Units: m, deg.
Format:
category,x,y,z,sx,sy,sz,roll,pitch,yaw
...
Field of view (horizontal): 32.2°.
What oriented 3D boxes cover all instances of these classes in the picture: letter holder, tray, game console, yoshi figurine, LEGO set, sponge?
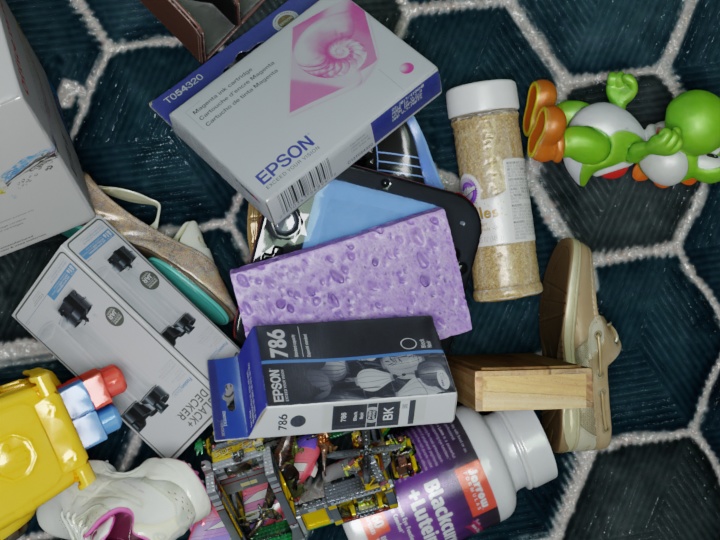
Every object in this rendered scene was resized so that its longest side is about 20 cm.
category,x,y,z,sx,sy,sz,roll,pitch,yaw
letter holder,-0.179,-0.301,1.105,0.200,0.142,0.101,45,86,-3
tray,0.131,0.096,1.098,0.097,0.200,0.038,-1,89,-5
game console,0.000,0.000,1.111,0.198,0.031,0.179,14,91,-12
yoshi figurine,0.259,-0.138,1.162,0.197,0.112,0.114,10,82,-8
LEGO set,-0.056,0.146,1.060,0.197,0.155,0.117,-12,132,8
sponge,-0.008,0.026,1.088,0.198,0.030,0.113,-17,102,-7

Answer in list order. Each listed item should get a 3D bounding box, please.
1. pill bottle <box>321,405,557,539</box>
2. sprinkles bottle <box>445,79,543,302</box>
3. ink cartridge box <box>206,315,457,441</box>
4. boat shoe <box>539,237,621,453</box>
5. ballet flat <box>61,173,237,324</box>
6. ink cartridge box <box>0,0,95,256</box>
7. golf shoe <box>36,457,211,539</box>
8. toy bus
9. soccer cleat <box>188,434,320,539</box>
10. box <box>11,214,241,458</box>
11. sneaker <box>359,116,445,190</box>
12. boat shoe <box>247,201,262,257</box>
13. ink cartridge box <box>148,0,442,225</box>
category,x,y,z,sx,sy,sz,roll,pitch,yaw
pill bottle,0.074,0.192,1.136,0.198,0.111,0.113,-24,91,-5
sprinkles bottle,0.126,-0.074,1.166,0.067,0.068,0.203,-8,90,-5
ink cartridge box,-0.026,0.087,1.028,0.197,0.100,0.040,-5,130,-10
boat shoe,0.209,0.070,1.176,0.064,0.071,0.203,-1,97,-11
ballet flat,-0.187,-0.027,1.143,0.199,0.068,0.068,32,66,-5
ink cartridge box,-0.331,-0.123,1.040,0.143,0.201,0.148,-21,63,-4
golf shoe,-0.224,0.214,1.082,0.198,0.092,0.076,-15,112,35
toy bus,-0.292,0.141,1.076,0.191,0.200,0.137,-27,98,-18
soccer cleat,-0.112,0.223,1.146,0.076,0.067,0.201,38,89,1
box,-0.201,0.063,1.111,0.200,0.060,0.117,44,127,-4
sneaker,0.026,-0.086,1.157,0.077,0.070,0.202,-25,93,-12
boat shoe,-0.070,-0.010,1.148,0.073,0.069,0.203,-4,94,-12
ink cartridge box,-0.064,-0.162,1.098,0.196,0.043,0.200,-40,60,-15
